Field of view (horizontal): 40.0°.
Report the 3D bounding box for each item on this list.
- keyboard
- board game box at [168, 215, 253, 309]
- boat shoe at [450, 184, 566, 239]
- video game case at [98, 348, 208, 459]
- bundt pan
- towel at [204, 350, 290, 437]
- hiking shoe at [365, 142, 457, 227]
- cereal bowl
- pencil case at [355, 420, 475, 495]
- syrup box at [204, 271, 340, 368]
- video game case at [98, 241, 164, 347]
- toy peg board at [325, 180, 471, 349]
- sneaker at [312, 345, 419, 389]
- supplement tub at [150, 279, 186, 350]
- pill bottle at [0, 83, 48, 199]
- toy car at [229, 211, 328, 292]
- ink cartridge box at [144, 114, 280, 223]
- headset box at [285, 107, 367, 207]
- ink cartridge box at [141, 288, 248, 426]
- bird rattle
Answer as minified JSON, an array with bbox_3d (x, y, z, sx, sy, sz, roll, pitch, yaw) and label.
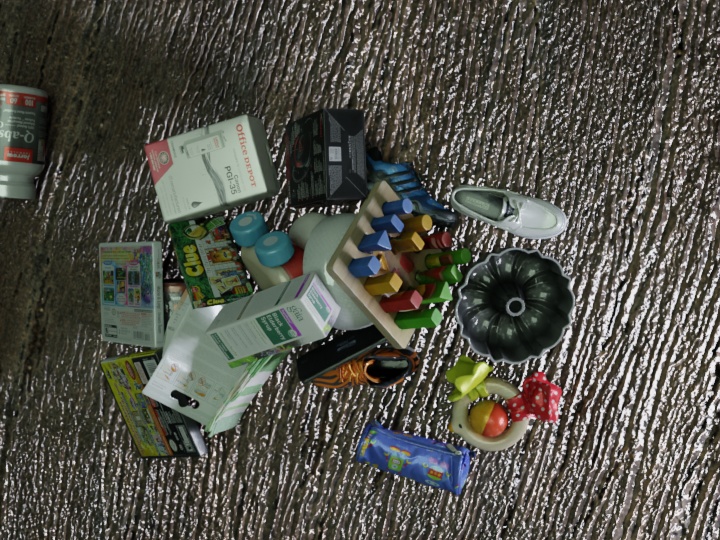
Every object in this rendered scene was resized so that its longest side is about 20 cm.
[{"bbox_3d":[-0.023,0.121,1.705,0.200,0.127,0.021,-28,120,8],"label":"keyboard"},{"bbox_3d":[-0.260,-0.017,1.703,0.105,0.023,0.200,-11,47,-17],"label":"board game box"},{"bbox_3d":[0.246,-0.097,1.661,0.200,0.065,0.074,11,94,11],"label":"boat shoe"},{"bbox_3d":[-0.368,0.239,1.751,0.181,0.025,0.200,-12,103,43],"label":"video game case"},{"bbox_3d":[0.247,0.049,1.641,0.202,0.076,0.202,-2,106,-7],"label":"bundt pan"},{"bbox_3d":[-0.186,0.197,1.711,0.023,0.153,0.200,36,96,10],"label":"towel"},{"bbox_3d":[0.082,-0.142,1.688,0.200,0.074,0.087,27,88,4],"label":"hiking shoe"},{"bbox_3d":[0.000,0.000,1.638,0.083,0.200,0.200,-5,91,40],"label":"cereal bowl"},{"bbox_3d":[0.093,0.318,1.699,0.200,0.078,0.087,16,124,10],"label":"pencil case"},{"bbox_3d":[-0.140,0.080,1.577,0.200,0.081,0.079,-20,116,31],"label":"syrup box"},{"bbox_3d":[-0.408,0.040,1.758,0.200,0.024,0.182,1,93,49],"label":"video game case"},{"bbox_3d":[0.076,-0.014,1.583,0.098,0.200,0.199,-10,131,44],"label":"toy peg board"},{"bbox_3d":[-0.003,0.165,1.695,0.200,0.112,0.078,-11,90,11],"label":"sneaker"},{"bbox_3d":[-0.320,0.117,1.759,0.107,0.107,0.200,0,93,11],"label":"supplement tub"},{"bbox_3d":[-0.634,-0.233,1.802,0.116,0.116,0.200,5,93,11],"label":"pill bottle"},{"bbox_3d":[-0.087,-0.033,1.686,0.200,0.177,0.184,-33,129,-17],"label":"toy car"},{"bbox_3d":[-0.260,-0.179,1.748,0.200,0.083,0.147,-15,89,11],"label":"ink cartridge box"},{"bbox_3d":[-0.065,-0.184,1.665,0.075,0.200,0.149,-2,89,-25],"label":"headset box"},{"bbox_3d":[-0.274,0.150,1.709,0.162,0.050,0.200,35,79,-35],"label":"ink cartridge box"},{"bbox_3d":[0.234,0.229,1.680,0.200,0.113,0.163,20,108,-3],"label":"bird rattle"}]
